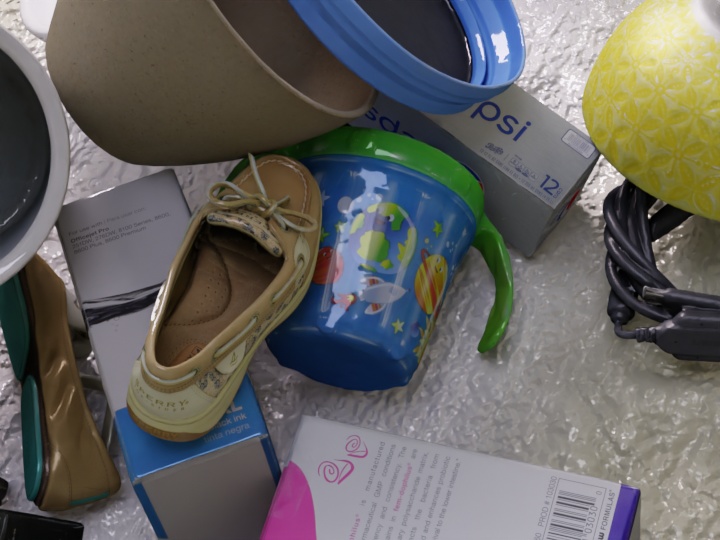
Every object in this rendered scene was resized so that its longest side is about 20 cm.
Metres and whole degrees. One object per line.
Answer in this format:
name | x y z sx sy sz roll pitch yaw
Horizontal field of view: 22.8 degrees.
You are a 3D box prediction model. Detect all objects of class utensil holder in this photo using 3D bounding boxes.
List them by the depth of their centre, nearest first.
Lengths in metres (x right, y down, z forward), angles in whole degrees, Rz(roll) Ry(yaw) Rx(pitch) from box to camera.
utensil holder | -0.258 -0.073 1.058 0.169 0.200 0.171 -1 96 -10

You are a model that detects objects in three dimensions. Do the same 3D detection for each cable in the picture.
cable | 0.253 -0.009 1.126 0.198 0.051 0.164 1 51 5

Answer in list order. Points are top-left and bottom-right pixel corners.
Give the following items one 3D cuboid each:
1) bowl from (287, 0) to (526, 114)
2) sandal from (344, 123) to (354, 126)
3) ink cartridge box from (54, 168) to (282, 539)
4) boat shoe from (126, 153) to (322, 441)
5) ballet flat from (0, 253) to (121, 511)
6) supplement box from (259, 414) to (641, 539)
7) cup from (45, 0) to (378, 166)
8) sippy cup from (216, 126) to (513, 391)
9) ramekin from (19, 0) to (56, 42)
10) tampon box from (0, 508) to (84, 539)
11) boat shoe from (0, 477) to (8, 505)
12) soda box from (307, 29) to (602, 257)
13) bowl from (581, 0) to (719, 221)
bowl | 0.017 -0.180 1.089 0.039 0.200 0.202 -40 50 32
sandal | -0.009 -0.122 1.237 0.200 0.054 0.080 42 68 13
ink cartridge box | -0.111 0.063 1.080 0.084 0.145 0.201 -19 58 -5
boat shoe | -0.069 0.002 0.994 0.073 0.063 0.201 18 53 5
ballet flat | -0.195 0.066 1.153 0.063 0.069 0.201 0 57 -23
supplement box | 0.051 0.165 1.015 0.199 0.104 0.102 12 62 15
cup | -0.104 -0.142 1.072 0.143 0.200 0.201 -32 53 26
sippy cup | 0.000 0.000 1.110 0.177 0.140 0.131 5 66 19
ramekin | -0.133 -0.211 1.242 0.200 0.098 0.201 -27 39 25
tampon box | -0.280 0.203 1.011 0.199 0.126 0.151 4 79 12
boat shoe | -0.289 0.075 1.089 0.073 0.200 0.074 -52 20 -10
soda box | 0.056 -0.101 1.166 0.200 0.068 0.063 37 63 10
bowl | 0.247 -0.131 1.123 0.199 0.108 0.201 5 41 -4
